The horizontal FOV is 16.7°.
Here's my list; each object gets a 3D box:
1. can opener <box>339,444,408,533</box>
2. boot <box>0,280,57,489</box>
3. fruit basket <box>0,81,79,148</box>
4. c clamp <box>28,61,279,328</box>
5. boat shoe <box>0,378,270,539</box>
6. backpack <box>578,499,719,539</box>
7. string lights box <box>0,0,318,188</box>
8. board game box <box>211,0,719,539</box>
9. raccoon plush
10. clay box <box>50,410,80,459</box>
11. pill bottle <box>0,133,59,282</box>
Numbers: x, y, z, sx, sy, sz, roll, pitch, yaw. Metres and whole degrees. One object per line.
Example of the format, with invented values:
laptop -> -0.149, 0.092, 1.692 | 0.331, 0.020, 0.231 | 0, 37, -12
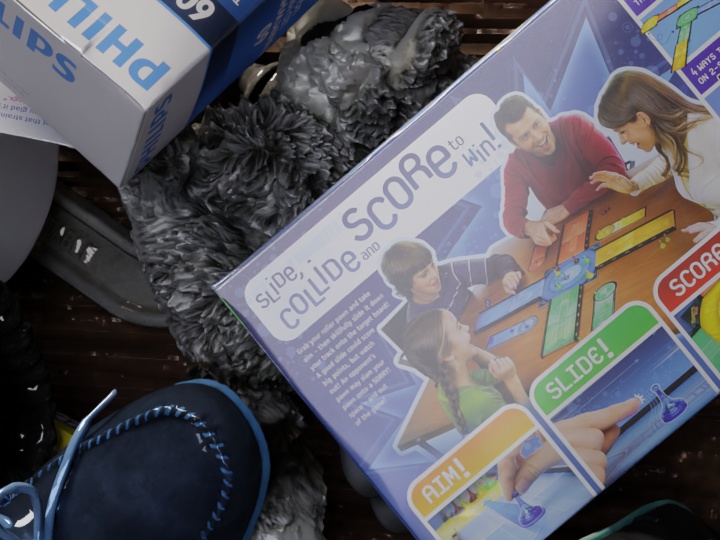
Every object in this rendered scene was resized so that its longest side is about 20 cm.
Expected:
can opener -> 0.087, 0.030, 0.881 | 0.199, 0.053, 0.067 | -21, 48, 14
boot -> -0.208, 0.019, 0.836 | 0.157, 0.211, 0.080 | 6, 73, 24
fruit basket -> -0.169, -0.132, 0.888 | 0.184, 0.094, 0.201 | 11, 56, -2
c clamp -> -0.097, -0.082, 0.955 | 0.200, 0.027, 0.171 | 39, 95, 18
boat shoe -> -0.108, 0.115, 0.835 | 0.084, 0.069, 0.200 | 50, 118, 15
backpack -> 0.095, 0.173, 0.772 | 0.153, 0.200, 0.176 | -45, 74, 11
string lights box -> -0.049, -0.135, 0.836 | 0.103, 0.059, 0.200 | 41, 63, 6
board game box -> 0.069, -0.007, 0.806 | 0.200, 0.034, 0.136 | -39, 90, 3
raccoon plush -> 0.000, 0.000, 0.871 | 0.133, 0.097, 0.201 | -19, 90, 7
clay box -> -0.154, 0.099, 0.938 | 0.199, 0.048, 0.115 | 28, 92, 20
pill bottle -> -0.220, -0.055, 0.935 | 0.199, 0.113, 0.114 | 15, 87, 24
